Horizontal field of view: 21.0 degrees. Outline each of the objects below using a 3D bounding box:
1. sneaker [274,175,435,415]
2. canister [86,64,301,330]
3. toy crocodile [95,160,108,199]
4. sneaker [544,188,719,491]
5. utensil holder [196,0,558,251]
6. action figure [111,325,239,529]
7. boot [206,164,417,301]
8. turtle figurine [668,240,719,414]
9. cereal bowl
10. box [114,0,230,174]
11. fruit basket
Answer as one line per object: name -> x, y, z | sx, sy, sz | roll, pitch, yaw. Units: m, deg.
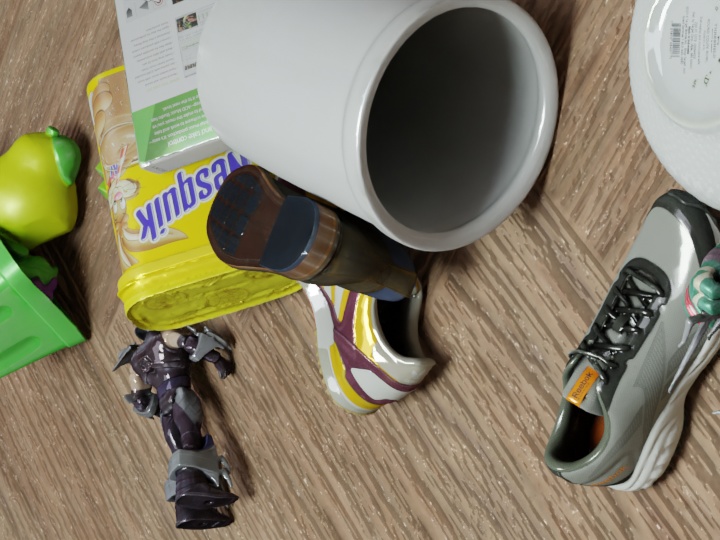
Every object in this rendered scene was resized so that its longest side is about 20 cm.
sneaker -> 0.000, 0.000, 1.423 | 0.090, 0.075, 0.201 | -33, 71, 40
canister -> -0.132, -0.070, 1.535 | 0.148, 0.087, 0.201 | -17, 69, 7
toy crocodile -> -0.162, -0.068, 1.646 | 0.200, 0.062, 0.068 | 22, 70, 50
sneaker -> 0.168, 0.047, 1.181 | 0.074, 0.079, 0.201 | 38, 120, 48
utensil holder -> 0.005, -0.122, 1.311 | 0.200, 0.169, 0.171 | 26, 112, 47
action figure -> -0.152, 0.114, 1.635 | 0.130, 0.069, 0.201 | -50, 49, 51
boot -> -0.039, -0.019, 1.376 | 0.075, 0.097, 0.200 | -64, 27, 3
turtle figurine -> 0.235, 0.008, 1.053 | 0.200, 0.149, 0.101 | -31, 49, 41
cereal bowl -> 0.221, -0.126, 1.097 | 0.200, 0.083, 0.201 | 6, 97, 53
box -> -0.116, -0.188, 1.481 | 0.144, 0.036, 0.201 | -17, 72, 23
fruit basket -> -0.325, -0.032, 1.833 | 0.215, 0.156, 0.216 | -15, 50, 18
